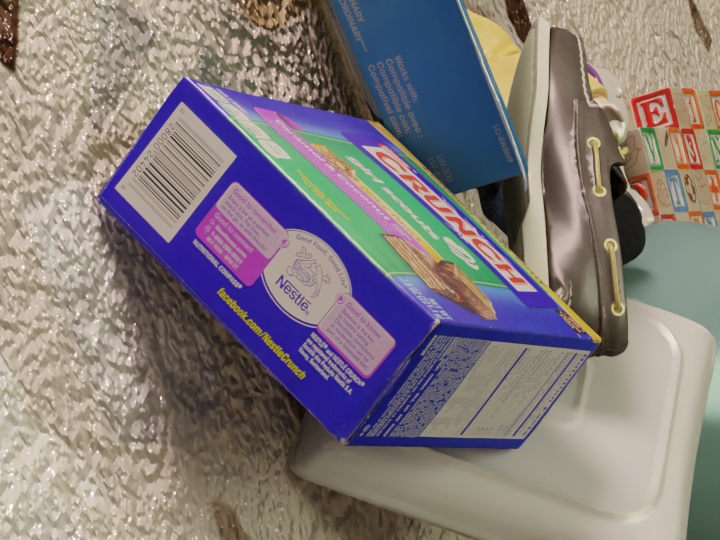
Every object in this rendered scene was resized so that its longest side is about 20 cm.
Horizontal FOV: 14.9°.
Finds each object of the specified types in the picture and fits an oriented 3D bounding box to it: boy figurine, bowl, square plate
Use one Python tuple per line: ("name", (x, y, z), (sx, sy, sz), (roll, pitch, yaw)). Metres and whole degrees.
("boy figurine", (0.081, -0.074, 1.539), (0.200, 0.124, 0.064), (59, -2, 44))
("bowl", (0.152, 0.075, 1.529), (0.105, 0.201, 0.201), (-6, 80, -46))
("square plate", (0.080, 0.059, 1.383), (0.198, 0.200, 0.028), (-73, -176, -47))

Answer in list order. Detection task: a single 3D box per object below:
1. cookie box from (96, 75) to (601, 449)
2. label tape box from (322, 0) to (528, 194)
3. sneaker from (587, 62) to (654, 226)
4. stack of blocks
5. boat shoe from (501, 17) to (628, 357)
("cookie box", (0.000, 0.000, 1.267), (0.171, 0.075, 0.200), (44, 15, 21))
("label tape box", (0.024, -0.114, 1.401), (0.200, 0.066, 0.143), (-103, 170, -75))
("sneaker", (0.121, -0.047, 1.671), (0.083, 0.081, 0.200), (23, 46, -42))
("stack of blocks", (0.199, -0.060, 1.834), (0.200, 0.059, 0.115), (-7, 82, -65))
("boat shoe", (0.107, -0.042, 1.415), (0.072, 0.061, 0.201), (108, -12, -56))
